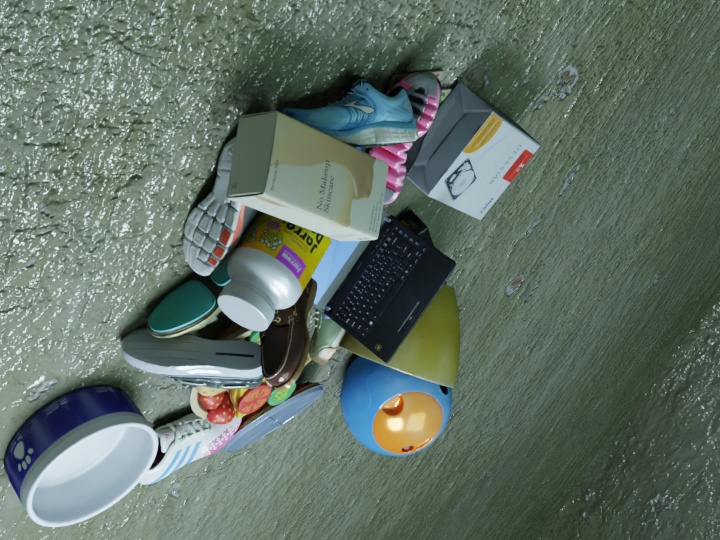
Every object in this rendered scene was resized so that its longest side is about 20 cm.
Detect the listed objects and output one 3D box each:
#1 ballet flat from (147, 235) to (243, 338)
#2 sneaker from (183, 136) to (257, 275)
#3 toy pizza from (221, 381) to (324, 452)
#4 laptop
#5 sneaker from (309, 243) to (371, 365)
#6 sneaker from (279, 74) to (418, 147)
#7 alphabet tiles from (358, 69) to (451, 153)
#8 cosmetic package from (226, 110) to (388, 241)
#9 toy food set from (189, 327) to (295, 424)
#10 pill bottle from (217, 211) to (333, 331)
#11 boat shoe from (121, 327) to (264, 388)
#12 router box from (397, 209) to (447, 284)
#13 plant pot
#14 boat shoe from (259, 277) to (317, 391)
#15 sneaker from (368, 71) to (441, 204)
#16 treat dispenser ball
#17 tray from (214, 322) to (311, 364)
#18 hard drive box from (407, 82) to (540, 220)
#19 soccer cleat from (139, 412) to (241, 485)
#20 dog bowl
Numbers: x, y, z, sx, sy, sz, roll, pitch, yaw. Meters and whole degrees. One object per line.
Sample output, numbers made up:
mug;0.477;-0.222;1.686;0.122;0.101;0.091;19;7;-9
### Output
ballet flat;-0.195;0.031;1.390;0.200;0.071;0.071;-42;151;-9
sneaker;-0.153;-0.078;1.299;0.082;0.077;0.201;-9;137;-54
toy pizza;-0.149;0.238;1.714;0.199;0.032;0.200;-32;168;-7
laptop;0.000;0.000;1.460;0.178;0.199;0.103;-55;160;6
sneaker;-0.046;0.036;1.554;0.089;0.067;0.202;28;96;-15
sneaker;-0.020;-0.203;1.320;0.198;0.078;0.091;-6;94;-31
alphabet tiles;0.049;-0.195;1.466;0.165;0.006;0.201;-16;141;-41
cosmetic package;-0.060;-0.109;1.243;0.199;0.071;0.107;17;77;-46
toy food set;-0.165;0.152;1.532;0.197;0.049;0.201;-26;146;-30
pill bottle;-0.104;-0.024;1.323;0.105;0.103;0.201;81;33;-56
boat shoe;-0.223;0.130;1.386;0.197;0.073;0.071;9;135;0
router box;0.058;0.007;1.690;0.149;0.051;0.200;-38;150;-7
plant pot;0.076;0.079;1.593;0.199;0.199;0.143;20;90;-58
boat shoe;-0.107;0.066;1.368;0.070;0.201;0.070;-27;126;26
sneaker;0.062;-0.191;1.428;0.095;0.079;0.201;-40;160;-55
treat dispenser ball;0.063;0.227;1.830;0.200;0.201;0.202;-31;149;-21
tray;-0.152;0.127;1.602;0.099;0.037;0.200;-43;150;-1
hard drive box;0.167;-0.176;1.561;0.156;0.077;0.199;-52;152;14
soccer cleat;-0.270;0.259;1.588;0.199;0.070;0.087;-34;150;-17
dog bowl;-0.387;0.258;1.433;0.199;0.079;0.201;-31;148;-22
